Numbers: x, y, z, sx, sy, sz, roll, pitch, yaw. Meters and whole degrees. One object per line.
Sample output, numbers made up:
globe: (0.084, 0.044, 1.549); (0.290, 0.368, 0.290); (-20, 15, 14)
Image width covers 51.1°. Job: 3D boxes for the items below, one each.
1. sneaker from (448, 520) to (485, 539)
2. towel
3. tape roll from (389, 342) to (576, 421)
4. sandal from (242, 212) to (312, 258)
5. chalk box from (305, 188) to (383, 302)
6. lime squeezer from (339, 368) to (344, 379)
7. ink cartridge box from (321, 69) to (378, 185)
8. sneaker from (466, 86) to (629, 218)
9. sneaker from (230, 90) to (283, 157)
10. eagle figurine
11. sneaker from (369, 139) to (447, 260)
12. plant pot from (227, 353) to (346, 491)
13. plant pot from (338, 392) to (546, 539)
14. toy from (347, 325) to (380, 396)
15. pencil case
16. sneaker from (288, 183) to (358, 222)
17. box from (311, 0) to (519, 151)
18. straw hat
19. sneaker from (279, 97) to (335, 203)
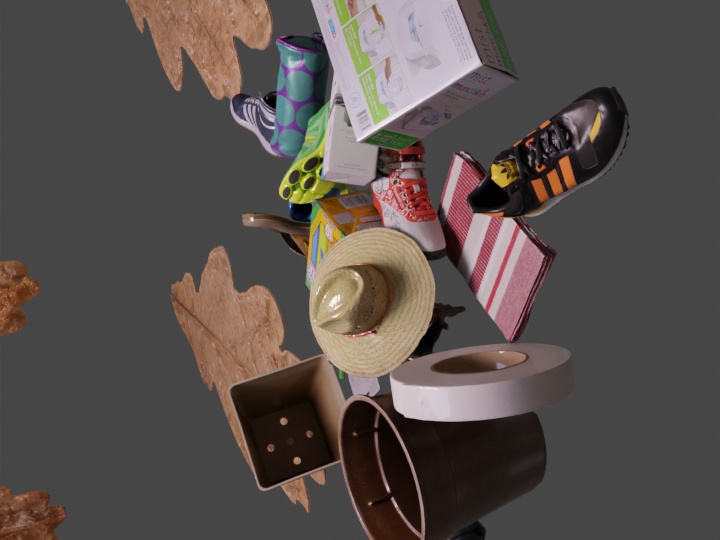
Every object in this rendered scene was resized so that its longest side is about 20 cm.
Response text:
sneaker: (0.128, 0.323, 1.039); (0.111, 0.076, 0.202); (-131, 34, -54)
towel: (0.154, -0.032, 0.911); (0.201, 0.023, 0.145); (59, 150, 37)
tape roll: (0.130, 0.116, 0.814); (0.202, 0.201, 0.037); (0, 98, 63)
sandal: (-0.097, -0.050, 1.207); (0.080, 0.198, 0.055); (3, 82, 63)
chalk box: (0.000, 0.000, 1.115); (0.124, 0.124, 0.201); (50, 143, 44)
lime squeezer: (-0.036, 0.102, 1.339); (0.071, 0.037, 0.202); (-71, -26, -80)
ink cartridge box: (-0.006, -0.222, 1.007); (0.116, 0.067, 0.202); (-174, 91, -83)
sneaker: (0.179, -0.105, 0.750); (0.200, 0.089, 0.071); (-49, 57, 59)
sneaker: (-0.182, -0.308, 1.407); (0.200, 0.070, 0.109); (48, 146, 35)
eagle figurine: (0.062, 0.108, 1.041); (0.152, 0.150, 0.201); (49, 133, 21)
sneaker: (0.062, -0.105, 0.988); (0.202, 0.067, 0.109); (-117, 28, -52)
plant pot: (-0.128, 0.306, 1.440); (0.177, 0.198, 0.201); (107, 143, -64)
plant pot: (0.104, 0.224, 0.914); (0.200, 0.197, 0.202); (37, 133, 54)
toy: (0.004, 0.114, 1.240); (0.115, 0.047, 0.201); (121, 135, -58)
pencil case: (-0.103, -0.286, 1.246); (0.092, 0.085, 0.201); (36, 133, 32)
sneaker: (-0.085, -0.127, 1.251); (0.200, 0.104, 0.077); (22, 120, 59)
box: (0.056, -0.268, 0.851); (0.176, 0.096, 0.202); (-27, 75, 34)
straw hat: (-0.013, 0.036, 0.936); (0.200, 0.085, 0.203); (-2, 86, 35)
sneaker: (-0.055, -0.189, 1.158); (0.201, 0.074, 0.084); (-55, 24, 11)
